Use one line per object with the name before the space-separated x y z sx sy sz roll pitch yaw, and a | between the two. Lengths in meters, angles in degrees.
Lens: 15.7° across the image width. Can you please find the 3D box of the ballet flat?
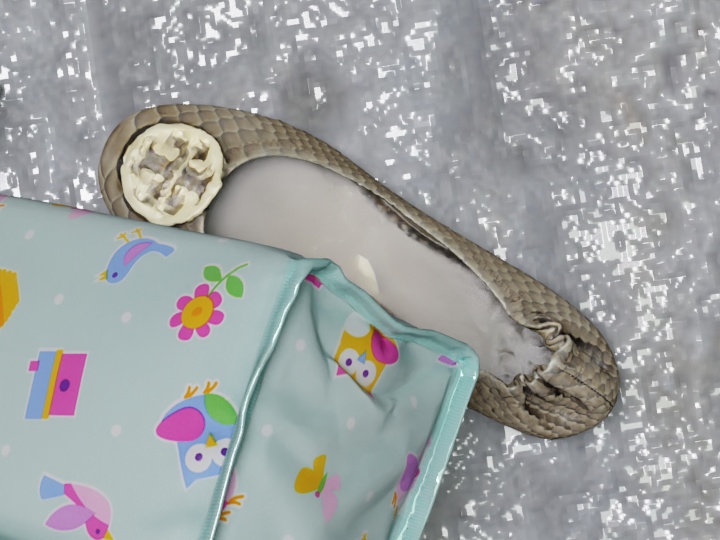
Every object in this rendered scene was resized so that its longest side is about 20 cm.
ballet flat | 0.000 0.000 0.901 0.200 0.046 0.067 30 87 1

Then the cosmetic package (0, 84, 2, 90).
cosmetic package | -0.199 0.012 0.873 0.087 0.103 0.200 20 87 2

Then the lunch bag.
lunch bag | -0.081 0.089 0.824 0.170 0.122 0.200 13 78 39
